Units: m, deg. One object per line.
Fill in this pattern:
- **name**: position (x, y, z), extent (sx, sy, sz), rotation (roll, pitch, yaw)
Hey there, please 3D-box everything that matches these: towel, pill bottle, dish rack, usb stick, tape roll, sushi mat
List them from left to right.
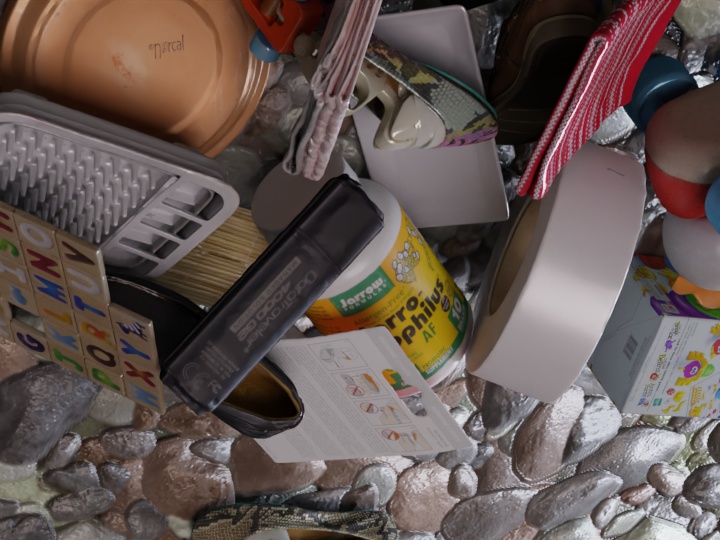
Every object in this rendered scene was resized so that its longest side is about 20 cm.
- **dish rack**: position (-0.202, -0.061, 1.153), extent (0.199, 0.044, 0.171), rotation (17, 147, -30)
- **sushi mat**: position (-0.163, -0.027, 1.262), extent (0.198, 0.012, 0.096), rotation (17, 114, -31)
- **usb stick**: position (-0.062, 0.016, 1.171), extent (0.200, 0.033, 0.055), rotation (-47, 112, -7)
- **towel**: position (-0.004, -0.168, 1.054), extent (0.032, 0.200, 0.193), rotation (18, 77, -4)
- **pill bottle**: position (0.000, 0.000, 1.284), extent (0.112, 0.113, 0.200), rotation (-34, 128, 4)
- **tape roll**: position (0.151, -0.002, 1.282), extent (0.070, 0.203, 0.204), rotation (21, 116, -4)
- **towel**: position (0.181, -0.144, 1.178), extent (0.022, 0.200, 0.145), rotation (31, 127, 11)

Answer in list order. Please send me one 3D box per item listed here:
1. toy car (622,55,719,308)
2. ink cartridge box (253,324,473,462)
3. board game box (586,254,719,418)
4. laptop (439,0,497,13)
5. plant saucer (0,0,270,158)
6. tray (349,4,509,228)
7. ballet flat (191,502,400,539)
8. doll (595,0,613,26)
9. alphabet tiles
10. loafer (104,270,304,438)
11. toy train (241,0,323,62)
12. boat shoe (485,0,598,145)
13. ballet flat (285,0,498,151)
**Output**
- **toy car**: position (0.313, -0.055, 1.333), extent (0.175, 0.185, 0.201), rotation (-16, 133, -12)
- **ink cartridge box**: position (-0.024, 0.088, 1.309), extent (0.198, 0.048, 0.160), rotation (-9, 136, 32)
- **board game box**: position (0.310, 0.061, 1.458), extent (0.198, 0.103, 0.106), rotation (6, 120, -25)
- **laptop**: position (0.094, -0.297, 1.112), extent (0.187, 0.199, 0.116), rotation (44, 60, -27)
- **plant saucer**: position (-0.157, -0.150, 1.161), extent (0.198, 0.032, 0.202), rotation (-11, 123, -18)
- **tray**: position (0.049, -0.118, 1.262), extent (0.106, 0.022, 0.201), rotation (-5, 129, 15)
- **ballet flat**: position (-0.049, 0.247, 1.459), extent (0.198, 0.075, 0.068), rotation (6, 121, -25)
- **doll**: position (0.121, -0.242, 1.205), extent (0.199, 0.049, 0.136), rotation (30, 130, -33)
- **alphabet tiles**: position (-0.217, 0.021, 1.162), extent (0.008, 0.166, 0.201), rotation (-58, 165, -29)
- **loafer**: position (-0.125, 0.058, 1.213), extent (0.199, 0.072, 0.073), rotation (29, 76, -17)
- **toy train**: position (-0.036, -0.245, 1.079), extent (0.055, 0.151, 0.201), rotation (-15, 146, -42)
- **boat shoe**: position (0.136, -0.160, 1.231), extent (0.071, 0.069, 0.200), rotation (0, 160, -13)
- **ballet flat**: position (0.010, -0.133, 1.192), extent (0.199, 0.072, 0.069), rotation (34, 147, -18)
